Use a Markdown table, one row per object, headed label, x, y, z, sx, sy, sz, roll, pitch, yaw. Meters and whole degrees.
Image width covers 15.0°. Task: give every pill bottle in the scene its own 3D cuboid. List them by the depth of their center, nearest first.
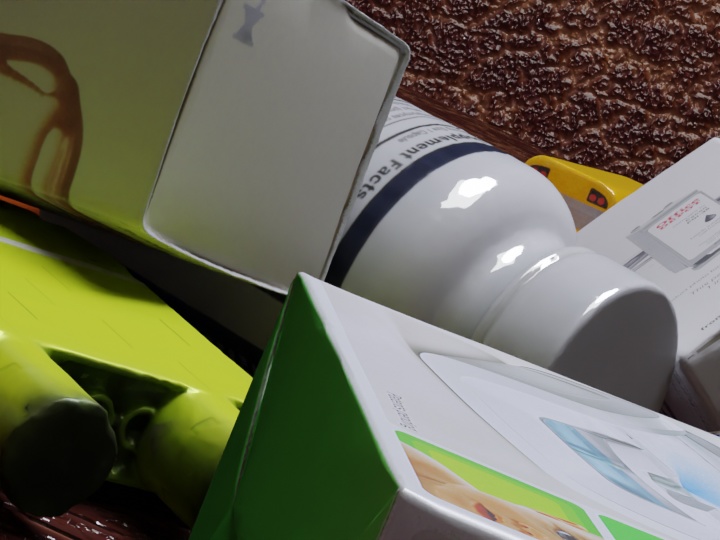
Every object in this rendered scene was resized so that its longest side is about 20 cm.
| label | x | y | z | sx | sy | sz | roll | pitch | yaw |
| --- | --- | --- | --- | --- | --- | --- | --- | --- | --- |
| pill bottle | 0.000 | 0.000 | 0.886 | 0.200 | 0.111 | 0.111 | 30 | 9 | 33 |

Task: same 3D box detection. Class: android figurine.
| label | x | y | z | sx | sy | sz | roll | pitch | yaw |
| --- | --- | --- | --- | --- | --- | --- | --- | --- | --- |
| android figurine | -0.100 | 0.016 | 0.728 | 0.182 | 0.041 | 0.200 | 18 | 10 | -41 |

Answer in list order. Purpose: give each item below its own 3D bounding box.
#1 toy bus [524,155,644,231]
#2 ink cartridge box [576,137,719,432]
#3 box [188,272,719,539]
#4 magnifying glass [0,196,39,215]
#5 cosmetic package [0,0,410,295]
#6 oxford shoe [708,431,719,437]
| label | x | y | z | sx | sy | sz | roll | pitch | yaw |
| --- | --- | --- | --- | --- | --- | --- | --- | --- | --- |
| toy bus | 0.122 | -0.015 | 1.517 | 0.065 | 0.079 | 0.200 | 27 | 8 | 21 |
| ink cartridge box | 0.157 | 0.046 | 0.966 | 0.147 | 0.083 | 0.200 | 56 | 0 | -13 |
| box | 0.057 | 0.090 | 0.505 | 0.176 | 0.097 | 0.200 | 21 | 7 | -8 |
| magnifying glass | -0.174 | -0.038 | 0.945 | 0.079 | 0.022 | 0.200 | 30 | 8 | 34 |
| cosmetic package | -0.100 | -0.065 | 0.836 | 0.199 | 0.088 | 0.103 | 18 | -4 | 34 |
| oxford shoe | 0.105 | 0.088 | 0.750 | 0.199 | 0.073 | 0.071 | 25 | 7 | 1 |
